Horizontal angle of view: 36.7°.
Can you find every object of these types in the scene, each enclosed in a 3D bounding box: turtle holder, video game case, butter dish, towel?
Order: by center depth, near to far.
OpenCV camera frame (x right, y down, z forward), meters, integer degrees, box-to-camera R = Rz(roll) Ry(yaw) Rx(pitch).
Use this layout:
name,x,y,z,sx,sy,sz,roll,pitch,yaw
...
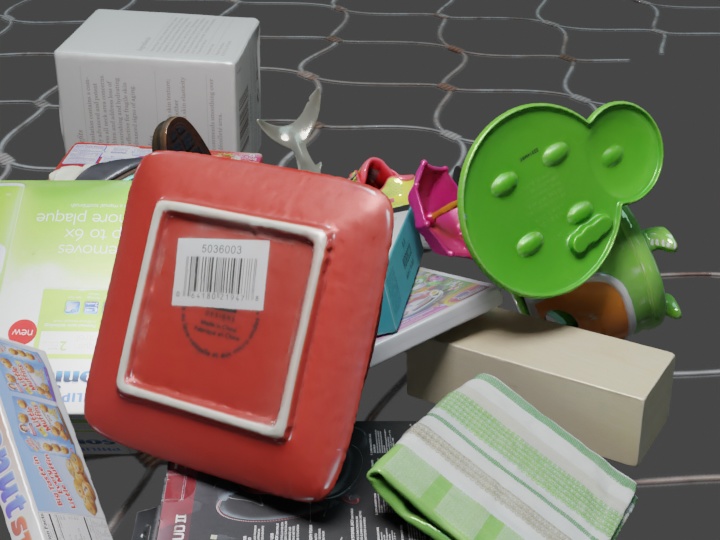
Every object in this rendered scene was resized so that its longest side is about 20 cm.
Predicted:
name,x,y,z,sx,sy,sz,roll,pitch,yaw
towel,0.099,0.146,0.721,0.149,0.031,0.200,37,26,15
butter dish,-0.060,0.035,0.736,0.200,0.200,0.148,11,-1,26
video game case,0.009,0.033,0.926,0.143,0.018,0.200,-24,17,-22
turtle holder,0.195,-0.016,0.982,0.132,0.141,0.186,-22,65,0

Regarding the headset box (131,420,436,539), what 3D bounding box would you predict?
name,x,y,z,sx,sy,sz,roll,pitch,yaw
headset box,-0.049,0.170,0.710,0.200,0.075,0.149,0,29,-4

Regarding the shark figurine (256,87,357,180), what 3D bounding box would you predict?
name,x,y,z,sx,sy,sz,roll,pitch,yaw
shark figurine,-0.045,-0.092,1.080,0.089,0.128,0.215,-28,23,20

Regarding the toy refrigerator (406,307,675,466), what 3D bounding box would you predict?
name,x,y,z,sx,sy,sz,roll,pitch,yaw
toy refrigerator,0.141,0.087,0.874,0.200,0.070,0.076,14,31,29

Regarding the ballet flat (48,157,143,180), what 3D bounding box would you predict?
name,x,y,z,sx,sy,sz,roll,pitch,yaw
ballet flat,-0.277,-0.051,0.997,0.200,0.073,0.073,-43,39,0

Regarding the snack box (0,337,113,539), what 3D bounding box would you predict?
name,x,y,z,sx,sy,sz,roll,pitch,yaw
snack box,-0.202,0.131,0.692,0.024,0.072,0.200,-34,63,13

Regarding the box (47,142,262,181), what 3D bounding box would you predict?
name,x,y,z,sx,sy,sz,roll,pitch,yaw
box,-0.201,-0.063,1.091,0.200,0.096,0.100,3,30,1

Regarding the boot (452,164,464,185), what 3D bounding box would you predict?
name,x,y,z,sx,sy,sz,roll,pitch,yaw
boot,0.202,-0.079,1.175,0.174,0.069,0.200,-4,28,-9

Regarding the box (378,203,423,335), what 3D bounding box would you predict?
name,x,y,z,sx,sy,sz,roll,pitch,yaw
box,0.000,0.000,0.920,0.082,0.049,0.200,-11,17,14

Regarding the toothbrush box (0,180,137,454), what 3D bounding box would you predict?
name,x,y,z,sx,sy,sz,roll,pitch,yaw
toothbrush box,-0.239,0.034,0.837,0.145,0.086,0.200,1,61,2

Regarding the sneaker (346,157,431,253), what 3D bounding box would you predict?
name,x,y,z,sx,sy,sz,roll,pitch,yaw
sneaker,0.010,-0.071,1.100,0.078,0.090,0.200,-11,14,-30

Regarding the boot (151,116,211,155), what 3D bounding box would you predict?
name,x,y,z,sx,sy,sz,roll,pitch,yaw
boot,-0.179,-0.053,0.978,0.097,0.200,0.075,12,42,23

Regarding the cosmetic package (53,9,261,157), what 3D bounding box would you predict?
name,x,y,z,sx,sy,sz,roll,pitch,yaw
cosmetic package,-0.225,-0.195,1.252,0.200,0.168,0.166,4,30,3

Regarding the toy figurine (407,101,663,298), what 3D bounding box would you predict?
name,x,y,z,sx,sy,sz,roll,pitch,yaw
toy figurine,0.124,-0.070,0.922,0.200,0.150,0.184,-32,15,-19
